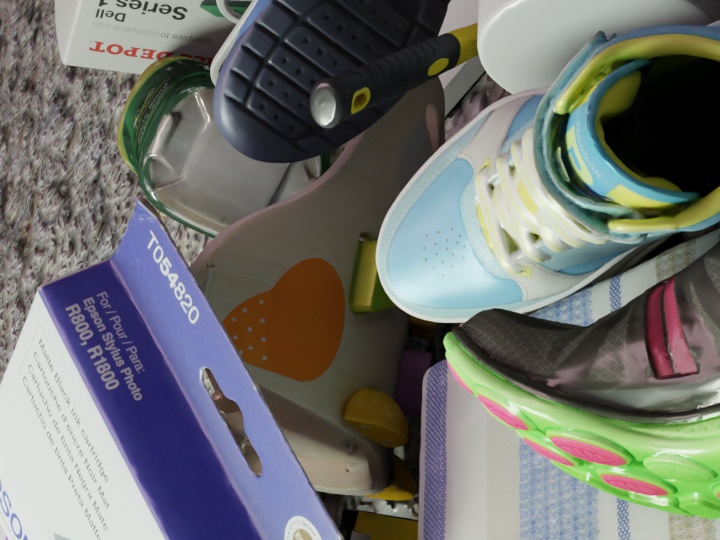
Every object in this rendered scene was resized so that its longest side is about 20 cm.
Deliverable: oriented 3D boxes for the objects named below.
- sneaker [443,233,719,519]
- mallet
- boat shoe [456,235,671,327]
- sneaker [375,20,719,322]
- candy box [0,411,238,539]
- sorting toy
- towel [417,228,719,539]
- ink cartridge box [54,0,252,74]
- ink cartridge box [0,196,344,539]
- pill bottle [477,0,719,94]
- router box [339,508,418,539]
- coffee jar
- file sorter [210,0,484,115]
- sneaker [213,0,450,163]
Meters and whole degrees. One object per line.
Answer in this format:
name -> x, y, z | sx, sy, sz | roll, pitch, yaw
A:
sneaker -> 0.115, 0.031, 0.622 | 0.200, 0.077, 0.084 | 3, 62, 41
mallet -> 0.042, -0.102, 0.809 | 0.041, 0.200, 0.066 | 23, 112, 25
boat shoe -> 0.082, -0.013, 0.788 | 0.057, 0.067, 0.200 | -111, 37, -48
sneaker -> 0.067, -0.032, 0.662 | 0.200, 0.131, 0.080 | -29, 85, 28
candy box -> -0.109, 0.167, 0.989 | 0.071, 0.168, 0.200 | -3, 71, 34
sorting toy -> 0.000, 0.000, 0.915 | 0.200, 0.107, 0.180 | 80, -151, -70
towel -> 0.096, 0.066, 0.694 | 0.200, 0.024, 0.147 | -28, 48, 38
ink cartridge box -> -0.101, -0.216, 1.217 | 0.200, 0.146, 0.084 | 113, 155, -43
ink cartridge box -> -0.089, 0.105, 0.814 | 0.200, 0.041, 0.200 | 58, 143, 23
pill bottle -> 0.097, -0.172, 0.786 | 0.114, 0.114, 0.200 | -40, 41, 56
router box -> 0.018, 0.206, 0.818 | 0.149, 0.051, 0.200 | 171, 113, -69
coffee jar -> -0.087, -0.075, 1.163 | 0.085, 0.104, 0.200 | -65, 16, 5
file sorter -> 0.001, -0.189, 1.016 | 0.139, 0.124, 0.200 | -47, 35, 49
sneaker -> -0.002, -0.130, 0.860 | 0.200, 0.074, 0.082 | -56, 24, -15
